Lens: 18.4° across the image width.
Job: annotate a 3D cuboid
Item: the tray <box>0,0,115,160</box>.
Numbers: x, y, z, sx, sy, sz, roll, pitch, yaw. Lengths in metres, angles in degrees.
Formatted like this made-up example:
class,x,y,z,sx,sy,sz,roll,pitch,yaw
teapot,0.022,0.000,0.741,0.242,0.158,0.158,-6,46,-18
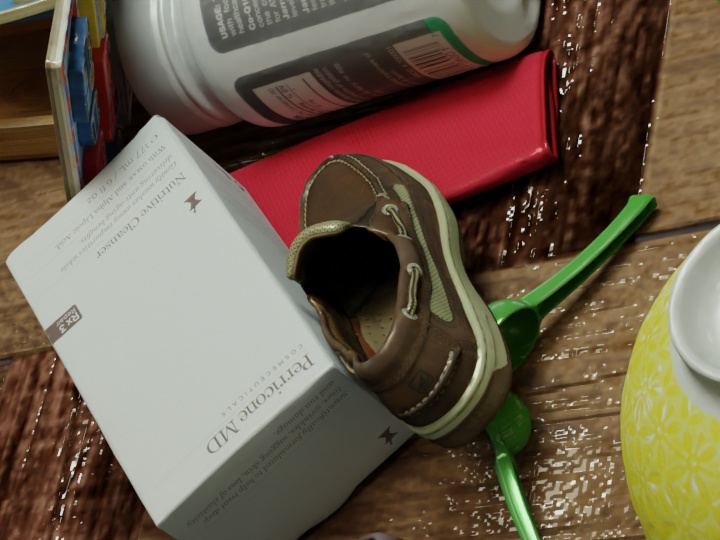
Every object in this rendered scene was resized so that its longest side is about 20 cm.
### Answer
class,x,y,z,sx,sy,sz,roll,pitch,yaw
tray,-0.219,-0.113,1.326,0.200,0.037,0.099,-2,58,39

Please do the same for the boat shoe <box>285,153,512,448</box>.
class,x,y,z,sx,sy,sz,roll,pitch,yaw
boat shoe,0.004,-0.005,0.987,0.075,0.075,0.202,-53,31,12

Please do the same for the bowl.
class,x,y,z,sx,sy,sz,roll,pitch,yaw
bowl,0.174,0.035,0.836,0.200,0.108,0.200,-21,48,25

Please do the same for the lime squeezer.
class,x,y,z,sx,sy,sz,roll,pitch,yaw
lime squeezer,0.076,0.054,0.964,0.070,0.038,0.200,11,60,9

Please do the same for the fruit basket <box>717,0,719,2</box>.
class,x,y,z,sx,sy,sz,roll,pitch,yaw
fruit basket,0.216,-0.163,0.943,0.215,0.156,0.216,-22,30,14

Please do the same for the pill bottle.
class,x,y,z,sx,sy,sz,roll,pitch,yaw
pill bottle,-0.019,-0.137,1.124,0.200,0.113,0.113,-13,51,30

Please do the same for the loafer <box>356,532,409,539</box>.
class,x,y,z,sx,sy,sz,roll,pitch,yaw
loafer,-0.049,0.158,0.953,0.200,0.063,0.072,-25,45,22

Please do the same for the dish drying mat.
class,x,y,z,sx,sy,sz,roll,pitch,yaw
dish drying mat,0.009,-0.048,1.103,0.200,0.018,0.077,-21,48,26

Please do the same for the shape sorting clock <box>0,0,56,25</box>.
class,x,y,z,sx,sy,sz,roll,pitch,yaw
shape sorting clock,-0.185,-0.175,1.278,0.199,0.039,0.200,-14,17,4

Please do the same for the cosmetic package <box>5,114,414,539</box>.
class,x,y,z,sx,sy,sz,roll,pitch,yaw
cosmetic package,-0.074,0.034,1.045,0.113,0.081,0.200,-44,46,5

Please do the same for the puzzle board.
class,x,y,z,sx,sy,sz,roll,pitch,yaw
puzzle board,-0.135,-0.094,1.141,0.017,0.200,0.151,2,53,1
